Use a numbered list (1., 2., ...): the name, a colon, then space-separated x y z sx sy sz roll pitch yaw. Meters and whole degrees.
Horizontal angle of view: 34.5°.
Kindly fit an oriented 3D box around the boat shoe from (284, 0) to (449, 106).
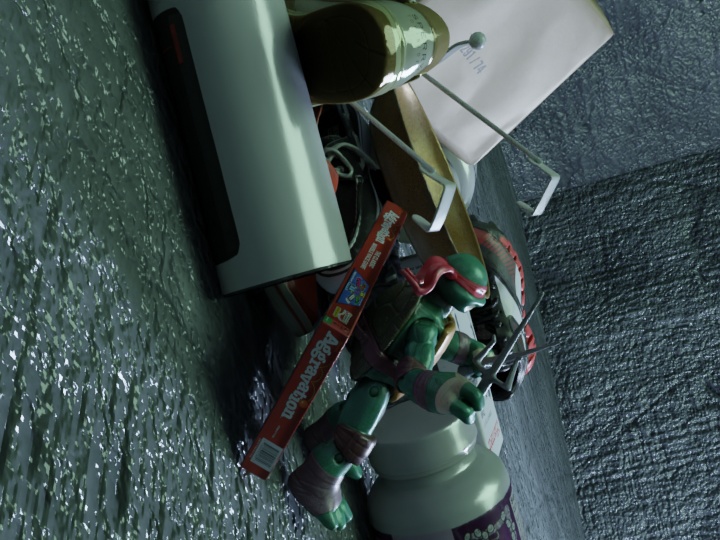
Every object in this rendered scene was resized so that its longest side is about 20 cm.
1. boat shoe: -0.022 -0.135 0.720 0.199 0.066 0.075 18 -63 53

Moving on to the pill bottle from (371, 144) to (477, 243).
1. pill bottle: 0.057 -0.099 1.166 0.200 0.118 0.121 -67 141 -71

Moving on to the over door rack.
1. over door rack: 0.047 -0.124 0.805 0.147 0.067 0.201 -9 55 -49

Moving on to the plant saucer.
1. plant saucer: 0.051 -0.066 0.931 0.200 0.035 0.203 -23 91 -78

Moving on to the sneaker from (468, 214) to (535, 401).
1. sneaker: 0.128 0.046 1.154 0.098 0.070 0.203 -63 144 -52

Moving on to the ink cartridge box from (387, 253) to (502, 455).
1. ink cartridge box: 0.065 0.086 1.061 0.144 0.082 0.203 -18 94 -79

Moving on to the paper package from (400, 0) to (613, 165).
1. paper package: 0.092 -0.223 1.019 0.199 0.190 0.104 33 21 -45

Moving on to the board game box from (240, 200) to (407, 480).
1. board game box: -0.017 0.034 0.701 0.019 0.104 0.200 30 24 -1

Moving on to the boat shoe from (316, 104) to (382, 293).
1. boat shoe: -0.022 -0.072 0.877 0.068 0.073 0.201 53 27 -42

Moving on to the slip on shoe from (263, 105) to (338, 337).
1. slip on shoe: -0.045 -0.052 0.772 0.074 0.060 0.203 60 21 -57

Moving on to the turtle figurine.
1. turtle figurine: 0.036 0.059 0.704 0.101 0.200 0.149 45 20 10

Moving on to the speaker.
1. speaker: -0.067 -0.092 0.671 0.081 0.080 0.203 -15 91 -78

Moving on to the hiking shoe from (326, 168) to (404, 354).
1. hiking shoe: 0.000 0.000 0.937 0.202 0.074 0.102 -87 175 -50

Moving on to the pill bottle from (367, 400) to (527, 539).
1. pill bottle: 0.068 0.202 0.872 0.112 0.111 0.203 -64 137 -72
